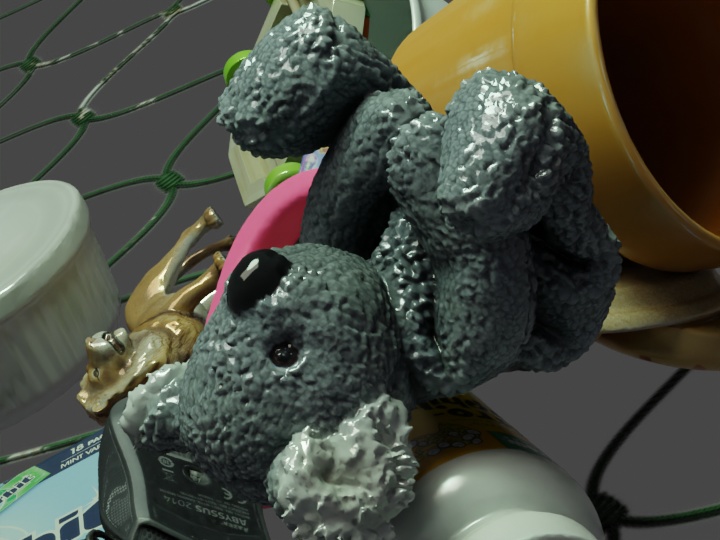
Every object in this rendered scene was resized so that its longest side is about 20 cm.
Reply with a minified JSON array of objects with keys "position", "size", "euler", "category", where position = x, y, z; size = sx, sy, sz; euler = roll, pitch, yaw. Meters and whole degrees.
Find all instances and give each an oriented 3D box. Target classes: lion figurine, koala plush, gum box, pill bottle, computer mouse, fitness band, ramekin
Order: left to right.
[{"position":[-0.254,0.033,1.646],"size":[0.202,0.094,0.202],"euler":[-24,25,12],"category":"ramekin"},{"position":[-0.188,0.178,1.342],"size":[0.170,0.045,0.200],"euler":[-29,24,3],"category":"gum box"},{"position":[-0.098,0.134,1.249],"size":[0.053,0.138,0.200],"euler":[-61,19,22],"category":"computer mouse"},{"position":[-0.120,0.034,1.541],"size":[0.122,0.072,0.200],"euler":[-41,8,7],"category":"lion figurine"},{"position":[-0.035,0.036,1.353],"size":[0.144,0.037,0.200],"euler":[-1,68,48],"category":"fitness band"},{"position":[-0.001,0.025,1.054],"size":[0.177,0.184,0.200],"euler":[22,64,41],"category":"koala plush"},{"position":[0.043,0.122,1.105],"size":[0.113,0.113,0.200],"euler":[-33,23,-8],"category":"pill bottle"}]

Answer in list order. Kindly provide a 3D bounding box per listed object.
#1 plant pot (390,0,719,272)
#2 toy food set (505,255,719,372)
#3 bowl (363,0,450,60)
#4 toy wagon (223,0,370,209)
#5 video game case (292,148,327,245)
[{"position":[0.115,-0.089,1.229],"size":[0.183,0.200,0.200],"euler":[-14,27,45],"category":"plant pot"},{"position":[0.097,0.020,1.243],"size":[0.200,0.049,0.198],"euler":[-6,10,-20],"category":"toy food set"},{"position":[0.027,-0.086,1.518],"size":[0.201,0.090,0.201],"euler":[-42,41,53],"category":"bowl"},{"position":[-0.033,-0.135,1.520],"size":[0.200,0.040,0.155],"euler":[-64,26,27],"category":"toy wagon"},{"position":[0.000,0.000,1.380],"size":[0.143,0.018,0.200],"euler":[0,72,50],"category":"video game case"}]
